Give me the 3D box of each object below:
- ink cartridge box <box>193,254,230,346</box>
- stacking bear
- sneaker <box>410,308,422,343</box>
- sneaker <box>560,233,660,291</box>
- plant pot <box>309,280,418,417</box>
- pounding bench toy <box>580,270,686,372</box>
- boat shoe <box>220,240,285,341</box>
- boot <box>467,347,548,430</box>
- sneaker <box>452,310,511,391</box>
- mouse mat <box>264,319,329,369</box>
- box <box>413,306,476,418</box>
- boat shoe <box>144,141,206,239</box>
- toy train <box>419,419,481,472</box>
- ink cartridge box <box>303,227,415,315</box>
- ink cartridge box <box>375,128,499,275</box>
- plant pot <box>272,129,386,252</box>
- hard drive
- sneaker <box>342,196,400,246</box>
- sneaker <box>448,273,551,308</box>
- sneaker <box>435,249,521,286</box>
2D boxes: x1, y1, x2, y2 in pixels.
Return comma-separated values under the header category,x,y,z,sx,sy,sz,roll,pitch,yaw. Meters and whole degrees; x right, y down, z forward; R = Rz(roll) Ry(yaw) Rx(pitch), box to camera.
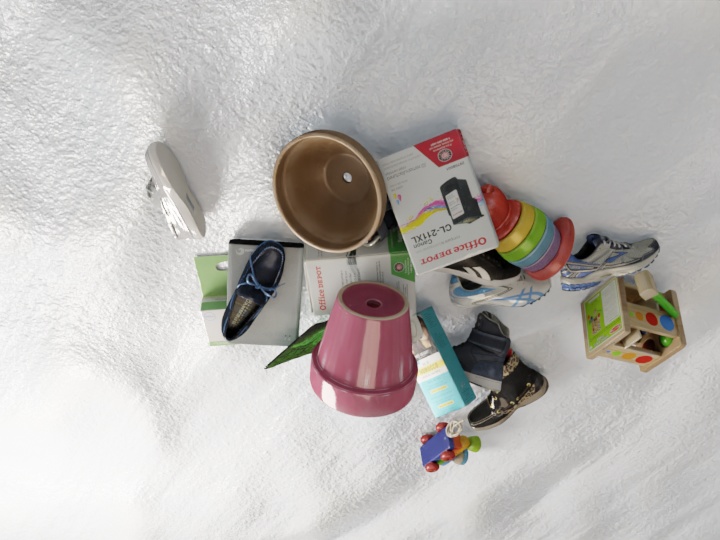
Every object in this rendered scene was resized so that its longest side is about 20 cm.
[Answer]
category,x,y,z,sx,sy,sz,roll,pitch,yaw
ink cartridge box,-0.238,0.059,1.526,0.143,0.048,0.201,-4,134,0
stacking bear,0.267,-0.077,1.387,0.199,0.114,0.121,32,124,-22
sneaker,0.037,0.129,1.550,0.199,0.075,0.082,-24,98,39
sneaker,0.455,-0.030,1.451,0.198,0.077,0.086,-20,99,-7
plant pot,0.013,0.127,1.402,0.197,0.201,0.181,4,119,-6
pounding bench toy,0.543,0.087,1.498,0.154,0.125,0.200,14,145,-15
boat shoe,-0.187,0.045,1.423,0.083,0.069,0.202,21,106,-11
boot,0.288,0.254,1.702,0.199,0.074,0.151,-32,127,19
sneaker,0.213,0.148,1.607,0.201,0.148,0.077,14,180,37
mouse mat,-0.083,0.130,1.532,0.161,0.008,0.199,-42,166,29
box,0.144,0.181,1.559,0.082,0.049,0.202,-30,85,37
boat shoe,-0.327,-0.130,1.345,0.068,0.073,0.201,-12,140,8
toy train,0.229,0.392,1.807,0.114,0.085,0.200,10,142,-26
ink cartridge box,0.000,0.000,1.456,0.197,0.084,0.148,-4,133,0
ink cartridge box,0.128,-0.111,1.294,0.144,0.083,0.202,-20,94,11
plant pot,-0.038,-0.140,1.300,0.199,0.093,0.203,13,121,22
hard drive,-0.179,0.042,1.479,0.138,0.033,0.203,3,111,-5
sneaker,0.036,-0.092,1.380,0.198,0.080,0.079,-19,129,12
sneaker,0.266,0.027,1.503,0.197,0.072,0.073,-6,125,-1
sneaker,0.212,-0.040,1.435,0.197,0.074,0.113,9,133,-8
